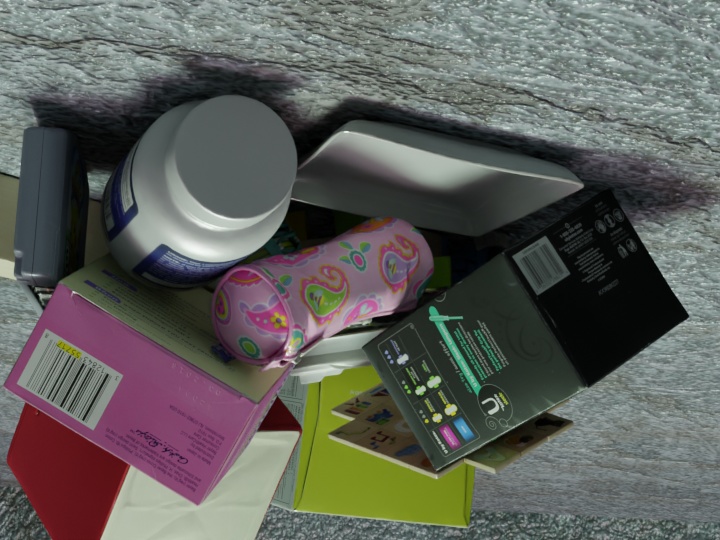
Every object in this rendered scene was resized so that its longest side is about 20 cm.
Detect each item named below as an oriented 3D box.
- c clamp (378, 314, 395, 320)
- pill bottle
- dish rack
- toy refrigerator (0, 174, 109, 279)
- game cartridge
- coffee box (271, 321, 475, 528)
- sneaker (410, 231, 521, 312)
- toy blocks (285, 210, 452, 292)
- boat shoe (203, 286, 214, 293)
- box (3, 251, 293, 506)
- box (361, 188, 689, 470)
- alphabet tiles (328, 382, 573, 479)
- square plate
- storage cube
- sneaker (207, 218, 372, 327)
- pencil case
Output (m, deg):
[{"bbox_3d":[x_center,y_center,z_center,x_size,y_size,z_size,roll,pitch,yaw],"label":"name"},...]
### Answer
[{"bbox_3d":[-0.042,0.027,1.908,0.199,0.027,0.171,13,165,-27],"label":"c clamp"},{"bbox_3d":[-0.117,-0.059,1.389,0.119,0.121,0.200,10,166,-17],"label":"pill bottle"},{"bbox_3d":[0.008,0.073,1.748,0.170,0.044,0.200,-8,179,7],"label":"dish rack"},{"bbox_3d":[-0.307,-0.035,1.671,0.199,0.076,0.070,15,164,-35],"label":"toy refrigerator"},{"bbox_3d":[-0.244,-0.039,1.500,0.040,0.134,0.200,0,168,-3],"label":"game cartridge"},{"bbox_3d":[-0.001,0.154,1.976,0.198,0.202,0.198,8,176,-21],"label":"coffee box"},{"bbox_3d":[0.123,0.008,1.689,0.086,0.076,0.200,7,177,-32],"label":"sneaker"},{"bbox_3d":[0.000,0.000,1.668,0.199,0.101,0.137,-6,175,18],"label":"toy blocks"},{"bbox_3d":[-0.113,0.004,1.755,0.199,0.070,0.073,21,152,-39],"label":"boat shoe"},{"bbox_3d":[-0.157,0.076,1.480,0.175,0.097,0.200,31,-167,2],"label":"box"},{"bbox_3d":[0.128,0.049,1.502,0.148,0.125,0.200,-29,175,-41],"label":"box"},{"bbox_3d":[0.076,0.127,1.619,0.166,0.006,0.199,-25,-153,-37],"label":"alphabet tiles"},{"bbox_3d":[0.044,-0.073,1.454,0.197,0.029,0.200,12,165,-19],"label":"square plate"},{"bbox_3d":[-0.187,0.155,1.678,0.170,0.201,0.180,5,-150,-39],"label":"storage cube"},{"bbox_3d":[-0.078,-0.007,1.574,0.199,0.080,0.077,25,-174,11],"label":"sneaker"},{"bbox_3d":[-0.028,0.017,1.465,0.087,0.088,0.200,-5,-169,38],"label":"pencil case"}]
